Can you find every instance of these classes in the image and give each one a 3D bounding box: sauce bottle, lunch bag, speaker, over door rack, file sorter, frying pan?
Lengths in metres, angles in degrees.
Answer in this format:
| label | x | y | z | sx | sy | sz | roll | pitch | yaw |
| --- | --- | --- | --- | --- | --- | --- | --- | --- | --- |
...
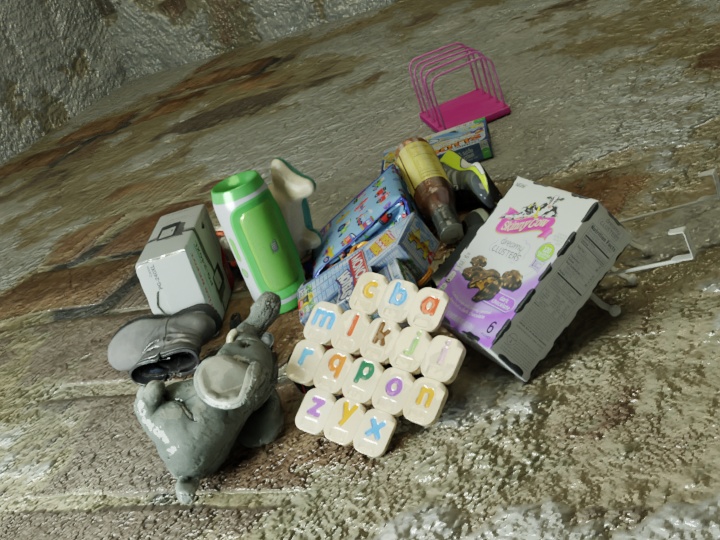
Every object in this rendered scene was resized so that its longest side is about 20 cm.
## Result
| label | x | y | z | sx | sy | sz | roll | pitch | yaw |
| --- | --- | --- | --- | --- | --- | --- | --- | --- | --- |
| sauce bottle | 0.107 | -0.119 | 1.570 | 0.065 | 0.066 | 0.201 | -21 | 49 | 1 |
| lunch bag | -0.005 | -0.053 | 1.580 | 0.199 | 0.094 | 0.151 | -30 | 23 | 9 |
| speaker | -0.145 | -0.039 | 1.506 | 0.088 | 0.202 | 0.089 | -18 | 22 | 8 |
| over door rack | 0.320 | -0.020 | 1.195 | 0.199 | 0.067 | 0.148 | -29 | 14 | 42 |
| file sorter | 0.185 | -0.359 | 2.028 | 0.138 | 0.126 | 0.200 | -22 | 22 | -3 |
| frying pan | -0.181 | 0.113 | 1.422 | 0.114 | 0.031 | 0.190 | -30 | 20 | -19 |

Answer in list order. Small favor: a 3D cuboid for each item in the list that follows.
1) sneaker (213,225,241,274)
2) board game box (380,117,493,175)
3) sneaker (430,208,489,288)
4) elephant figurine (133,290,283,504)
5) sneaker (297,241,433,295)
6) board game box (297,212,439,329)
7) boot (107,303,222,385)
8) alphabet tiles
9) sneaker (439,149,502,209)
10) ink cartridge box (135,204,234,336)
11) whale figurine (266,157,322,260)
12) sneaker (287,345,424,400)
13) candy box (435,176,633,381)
| label | x | y | z | sx | sy | sz | roll | pitch | yaw |
| --- | --- | --- | --- | --- | --- | --- | --- | --- | --- |
| sneaker | -0.175 | -0.026 | 1.712 | 0.198 | 0.077 | 0.083 | -4 | 59 | 26 |
| board game box | 0.136 | -0.209 | 1.854 | 0.198 | 0.035 | 0.136 | -17 | 23 | 11 |
| sneaker | 0.135 | -0.016 | 1.366 | 0.105 | 0.075 | 0.200 | -21 | 23 | 3 |
| elephant figurine | -0.148 | 0.138 | 1.187 | 0.199 | 0.156 | 0.142 | -31 | 0 | -1 |
| sneaker | 0.000 | 0.000 | 1.452 | 0.198 | 0.078 | 0.078 | -16 | 24 | 18 |
| board game box | 0.016 | 0.023 | 1.329 | 0.199 | 0.062 | 0.200 | -39 | 20 | 9 |
| boot | -0.296 | 0.116 | 1.450 | 0.199 | 0.070 | 0.132 | -24 | 20 | 24 |
| alphabet tiles | 0.014 | 0.101 | 1.145 | 0.198 | 0.015 | 0.197 | 14 | 72 | 32 |
| sneaker | 0.158 | -0.125 | 1.621 | 0.081 | 0.074 | 0.200 | -41 | 23 | -4 |
| ink cartridge box | -0.263 | 0.006 | 1.586 | 0.082 | 0.147 | 0.200 | -16 | 22 | 7 |
| whale figurine | -0.117 | -0.094 | 1.583 | 0.104 | 0.158 | 0.201 | -50 | -10 | -44 |
| sneaker | 0.010 | 0.114 | 1.217 | 0.198 | 0.075 | 0.087 | -1 | 19 | 27 |
| candy box | 0.184 | 0.003 | 1.179 | 0.201 | 0.071 | 0.168 | -53 | 27 | -4 |
